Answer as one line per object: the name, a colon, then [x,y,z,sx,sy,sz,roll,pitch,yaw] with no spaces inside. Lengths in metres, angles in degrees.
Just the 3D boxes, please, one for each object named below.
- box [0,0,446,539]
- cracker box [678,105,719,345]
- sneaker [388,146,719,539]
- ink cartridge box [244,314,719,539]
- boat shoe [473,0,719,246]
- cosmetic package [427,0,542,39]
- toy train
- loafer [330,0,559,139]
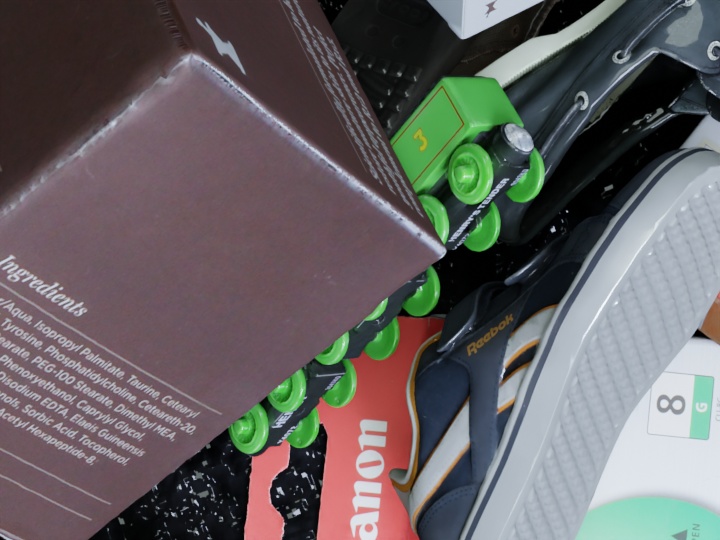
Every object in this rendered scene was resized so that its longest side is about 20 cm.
box: [-0.112,-0.033,0.975,0.200,0.164,0.166,-38,49,14]
cracker box: [0.213,-0.045,1.067,0.134,0.058,0.200,38,78,10]
sneaker: [0.070,0.028,1.019,0.079,0.078,0.201,41,112,34]
ink cartridge box: [0.053,0.099,1.088,0.198,0.050,0.162,6,88,-4]
boat shoe: [0.119,-0.079,1.026,0.199,0.075,0.066,-32,67,1]
cosmetic package: [0.078,-0.189,1.033,0.199,0.052,0.151,-28,59,-21]
toy train: [0.000,0.000,1.036,0.200,0.042,0.057,-48,60,36]
loafer: [0.039,-0.106,1.091,0.073,0.071,0.200,32,76,31]
